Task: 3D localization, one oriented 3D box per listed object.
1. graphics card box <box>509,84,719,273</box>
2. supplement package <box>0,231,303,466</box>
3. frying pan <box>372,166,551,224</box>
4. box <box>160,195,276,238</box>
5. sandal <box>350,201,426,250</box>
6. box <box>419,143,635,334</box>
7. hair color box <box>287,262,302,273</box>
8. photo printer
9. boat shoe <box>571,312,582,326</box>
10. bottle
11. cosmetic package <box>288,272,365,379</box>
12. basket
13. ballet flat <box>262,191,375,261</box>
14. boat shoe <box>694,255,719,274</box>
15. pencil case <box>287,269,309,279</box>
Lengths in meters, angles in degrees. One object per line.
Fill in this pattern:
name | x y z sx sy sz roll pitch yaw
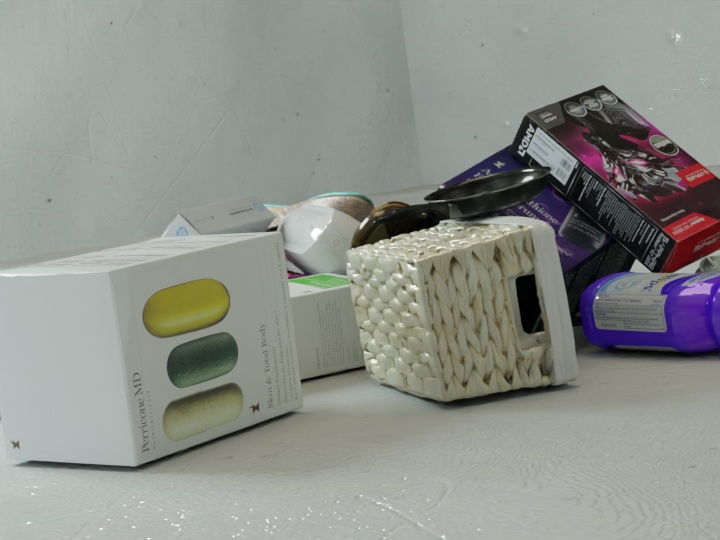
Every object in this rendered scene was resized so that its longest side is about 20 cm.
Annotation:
graphics card box | 0.252 -0.087 1.522 0.125 0.051 0.200 -23 55 -39
supplement package | -0.172 0.059 1.308 0.150 0.152 0.200 -2 8 38
frying pan | 0.098 -0.060 1.386 0.115 0.031 0.190 -10 11 25
box | -0.191 0.014 1.721 0.200 0.041 0.156 -54 -15 23
sandal | 0.038 -0.039 1.564 0.082 0.055 0.200 -52 -18 20
box | 0.169 -0.036 1.550 0.148 0.104 0.200 37 42 19
hair color box | 0.002 -0.006 1.886 0.200 0.109 0.065 -3 45 40
photo printer | 0.000 0.000 1.697 0.166 0.070 0.200 37 -5 -14
boat shoe | 0.148 0.029 1.604 0.200 0.065 0.073 9 38 -7
bottle | 0.282 0.036 1.385 0.083 0.065 0.200 -17 11 -37
cosmetic package | -0.090 0.061 1.524 0.200 0.085 0.108 -10 9 -30
basket | 0.079 0.032 1.364 0.123 0.136 0.200 -13 7 -17
ballet flat | -0.062 -0.043 1.842 0.200 0.067 0.068 -7 -31 47
boat shoe | 0.340 0.016 1.470 0.200 0.072 0.070 -6 6 25
pencil case | -0.097 0.032 1.762 0.094 0.091 0.200 -30 14 -12
